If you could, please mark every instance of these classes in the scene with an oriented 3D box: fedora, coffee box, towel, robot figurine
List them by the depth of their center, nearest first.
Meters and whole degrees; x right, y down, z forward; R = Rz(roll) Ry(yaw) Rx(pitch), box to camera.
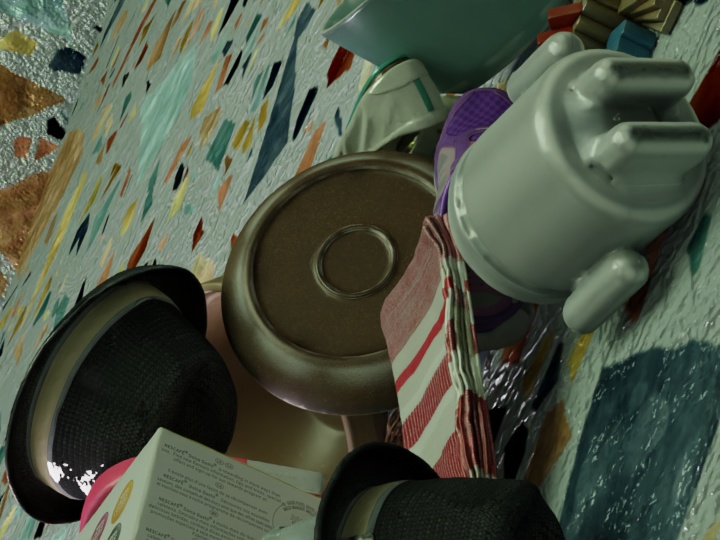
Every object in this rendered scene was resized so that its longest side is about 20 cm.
[{"bbox_3d":[0.058,0.173,1.348,0.091,0.201,0.201,-21,38,26],"label":"fedora"},{"bbox_3d":[0.123,-0.051,1.494,0.200,0.113,0.170,-43,51,54],"label":"robot figurine"},{"bbox_3d":[0.045,0.084,1.566,0.144,0.023,0.200,113,153,-58],"label":"towel"},{"bbox_3d":[-0.093,0.257,1.601,0.200,0.200,0.198,-51,20,43],"label":"coffee box"},{"bbox_3d":[-0.145,0.099,1.721,0.092,0.200,0.201,32,101,32],"label":"fedora"}]

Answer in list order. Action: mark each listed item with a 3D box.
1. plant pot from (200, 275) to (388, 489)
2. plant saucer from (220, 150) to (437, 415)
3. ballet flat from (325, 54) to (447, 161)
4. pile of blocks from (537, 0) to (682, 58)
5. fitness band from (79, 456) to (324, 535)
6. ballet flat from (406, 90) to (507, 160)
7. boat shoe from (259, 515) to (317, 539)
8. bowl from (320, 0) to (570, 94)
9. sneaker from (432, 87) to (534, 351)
[{"bbox_3d":[-0.047,0.090,1.823,0.093,0.201,0.201,-25,-18,-42],"label":"plant pot"},{"bbox_3d":[0.000,0.000,1.717,0.032,0.200,0.201,66,-144,-59],"label":"plant saucer"},{"bbox_3d":[0.011,-0.075,1.829,0.200,0.069,0.070,122,165,-56],"label":"ballet flat"},{"bbox_3d":[0.156,-0.161,1.651,0.200,0.062,0.082,-65,15,4],"label":"pile of blocks"},{"bbox_3d":[-0.085,0.182,1.690,0.037,0.200,0.144,-82,2,-45],"label":"fitness band"},{"bbox_3d":[0.061,-0.088,1.840,0.076,0.064,0.200,-50,5,-31],"label":"ballet flat"},{"bbox_3d":[-0.008,0.188,1.470,0.201,0.071,0.070,60,-154,-57],"label":"boat shoe"},{"bbox_3d":[0.078,-0.201,1.831,0.201,0.105,0.201,-42,10,9],"label":"bowl"},{"bbox_3d":[0.081,-0.049,1.653,0.089,0.080,0.200,79,-167,-50],"label":"sneaker"}]
